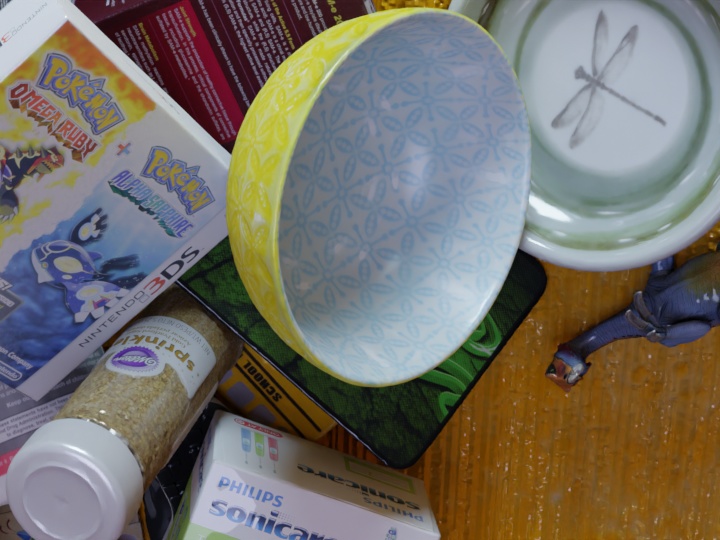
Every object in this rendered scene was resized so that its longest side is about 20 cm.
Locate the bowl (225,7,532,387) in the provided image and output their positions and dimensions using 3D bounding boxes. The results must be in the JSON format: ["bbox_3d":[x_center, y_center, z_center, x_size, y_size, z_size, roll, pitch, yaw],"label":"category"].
[{"bbox_3d":[-0.008,-0.047,0.828,0.107,0.199,0.202,17,119,41],"label":"bowl"}]

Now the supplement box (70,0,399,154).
[{"bbox_3d":[-0.088,-0.127,0.883,0.198,0.061,0.110,-20,122,8],"label":"supplement box"}]

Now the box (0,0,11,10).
[{"bbox_3d":[-0.234,-0.170,0.836,0.157,0.049,0.202,26,123,47],"label":"box"}]

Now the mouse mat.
[{"bbox_3d":[0.000,0.000,0.921,0.200,0.008,0.161,41,75,-7],"label":"mouse mat"}]

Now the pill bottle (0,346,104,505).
[{"bbox_3d":[-0.225,0.040,0.964,0.110,0.111,0.202,-23,86,19],"label":"pill bottle"}]

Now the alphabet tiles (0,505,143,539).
[{"bbox_3d":[-0.250,0.181,1.042,0.198,0.006,0.168,-12,117,-15],"label":"alphabet tiles"}]

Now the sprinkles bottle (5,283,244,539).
[{"bbox_3d":[-0.126,0.076,0.855,0.067,0.200,0.069,6,116,13],"label":"sprinkles bottle"}]

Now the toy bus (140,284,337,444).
[{"bbox_3d":[-0.084,0.020,0.969,0.078,0.065,0.200,-39,99,26],"label":"toy bus"}]

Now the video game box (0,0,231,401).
[{"bbox_3d":[-0.172,-0.033,0.812,0.182,0.200,0.047,-43,54,4],"label":"video game box"}]

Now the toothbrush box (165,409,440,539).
[{"bbox_3d":[-0.057,0.210,0.936,0.144,0.086,0.202,19,104,-10],"label":"toothbrush box"}]

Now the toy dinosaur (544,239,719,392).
[{"bbox_3d":[0.201,0.027,0.902,0.199,0.106,0.182,29,135,-13],"label":"toy dinosaur"}]

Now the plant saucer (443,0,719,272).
[{"bbox_3d":[0.138,-0.102,0.862,0.198,0.050,0.203,7,104,30],"label":"plant saucer"}]

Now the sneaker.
[{"bbox_3d":[-0.119,0.132,1.027,0.075,0.088,0.201,-18,135,-22],"label":"sneaker"}]
